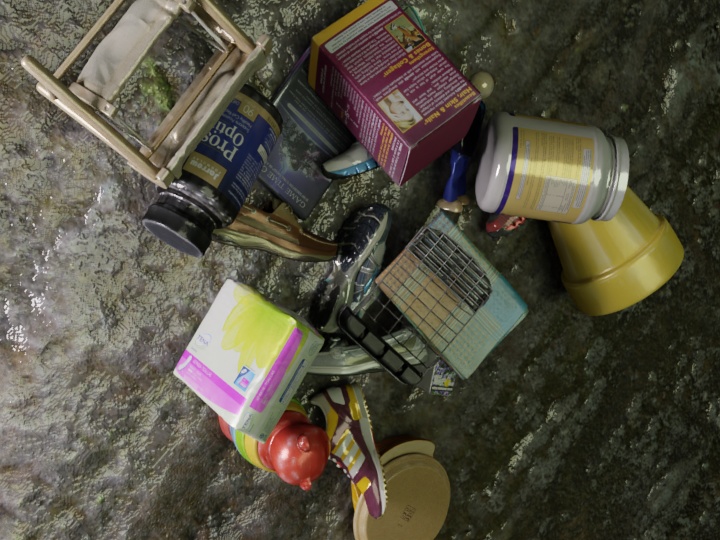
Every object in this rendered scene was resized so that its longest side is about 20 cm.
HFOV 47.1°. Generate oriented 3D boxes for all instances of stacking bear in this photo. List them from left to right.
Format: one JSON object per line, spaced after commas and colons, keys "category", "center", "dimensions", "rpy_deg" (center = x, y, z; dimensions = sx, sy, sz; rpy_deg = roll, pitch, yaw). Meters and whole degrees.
{"category": "stacking bear", "center": [-0.107, 0.220, 1.109], "dimensions": [0.111, 0.199, 0.125], "rpy_deg": [-3, 103, -30]}

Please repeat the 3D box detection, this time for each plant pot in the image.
{"category": "plant pot", "center": [0.403, -0.061, 1.372], "dimensions": [0.200, 0.200, 0.191], "rpy_deg": [-40, 103, -17]}

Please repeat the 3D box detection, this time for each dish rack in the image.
{"category": "dish rack", "center": [0.081, 0.047, 1.152], "dimensions": [0.153, 0.055, 0.201], "rpy_deg": [41, 89, -11]}

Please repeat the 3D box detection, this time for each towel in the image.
{"category": "towel", "center": [0.134, 0.037, 1.194], "dimensions": [0.147, 0.022, 0.200], "rpy_deg": [-44, 100, -1]}

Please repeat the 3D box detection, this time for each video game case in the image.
{"category": "video game case", "center": [-0.070, -0.193, 1.145], "dimensions": [0.142, 0.019, 0.202], "rpy_deg": [40, 80, -31]}

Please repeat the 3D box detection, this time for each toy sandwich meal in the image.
{"category": "toy sandwich meal", "center": [0.058, 0.368, 1.327], "dimensions": [0.201, 0.070, 0.211], "rpy_deg": [-9, 109, -28]}

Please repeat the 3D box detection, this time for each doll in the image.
{"category": "doll", "center": [0.159, -0.197, 1.237], "dimensions": [0.136, 0.047, 0.205], "rpy_deg": [-42, 145, -61]}

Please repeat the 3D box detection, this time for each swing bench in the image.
{"category": "swing bench", "center": [-0.235, -0.230, 0.936], "dimensions": [0.199, 0.130, 0.200], "rpy_deg": [39, 81, -10]}

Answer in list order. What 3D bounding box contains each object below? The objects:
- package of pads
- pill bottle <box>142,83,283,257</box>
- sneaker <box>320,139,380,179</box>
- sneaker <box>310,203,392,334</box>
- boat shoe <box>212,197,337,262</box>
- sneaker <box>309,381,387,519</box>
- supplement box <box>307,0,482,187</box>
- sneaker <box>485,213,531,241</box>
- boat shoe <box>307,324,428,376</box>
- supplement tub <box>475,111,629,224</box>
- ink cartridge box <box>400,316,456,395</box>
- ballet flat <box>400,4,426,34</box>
{"category": "package of pads", "center": [-0.146, 0.106, 1.059], "dimensions": [0.068, 0.198, 0.157], "rpy_deg": [35, 82, -38]}
{"category": "pill bottle", "center": [-0.184, -0.125, 1.017], "dimensions": [0.111, 0.111, 0.203], "rpy_deg": [36, 71, -32]}
{"category": "sneaker", "center": [0.026, -0.192, 1.152], "dimensions": [0.197, 0.075, 0.088], "rpy_deg": [-26, 103, -15]}
{"category": "sneaker", "center": [0.000, 0.000, 1.208], "dimensions": [0.085, 0.077, 0.203], "rpy_deg": [21, 99, -38]}
{"category": "boat shoe", "center": [-0.116, -0.059, 1.116], "dimensions": [0.196, 0.075, 0.076], "rpy_deg": [12, 92, -33]}
{"category": "sneaker", "center": [-0.018, 0.274, 1.232], "dimensions": [0.088, 0.075, 0.205], "rpy_deg": [-14, 81, -6]}
{"category": "supplement box", "center": [0.040, -0.237, 1.075], "dimensions": [0.130, 0.104, 0.201], "rpy_deg": [-35, 76, -18]}
{"category": "sneaker", "center": [0.256, -0.144, 1.327], "dimensions": [0.098, 0.071, 0.201], "rpy_deg": [43, 82, -24]}
{"category": "boat shoe", "center": [0.000, 0.119, 1.213], "dimensions": [0.196, 0.074, 0.067], "rpy_deg": [-7, 81, -4]}
{"category": "supplement tub", "center": [0.278, -0.148, 1.217], "dimensions": [0.195, 0.145, 0.149], "rpy_deg": [8, 98, -4]}
{"category": "ink cartridge box", "center": [0.114, 0.077, 1.265], "dimensions": [0.049, 0.108, 0.205], "rpy_deg": [9, 96, -32]}
{"category": "ballet flat", "center": [0.077, -0.274, 1.188], "dimensions": [0.073, 0.074, 0.203], "rpy_deg": [-31, 114, -21]}
